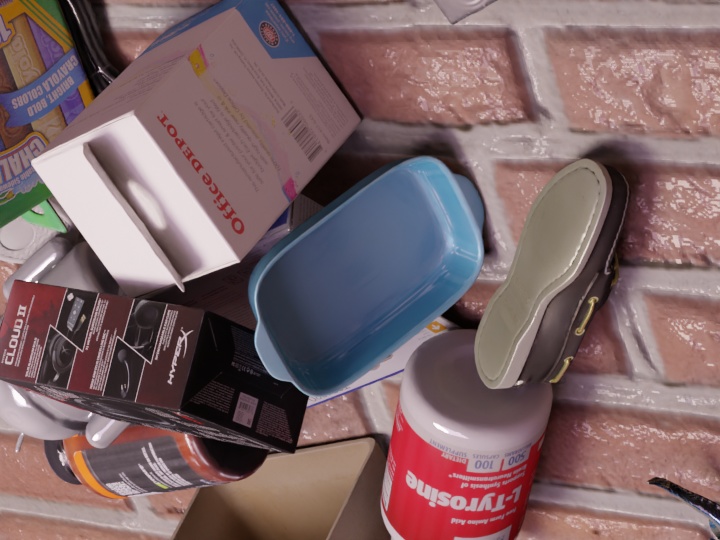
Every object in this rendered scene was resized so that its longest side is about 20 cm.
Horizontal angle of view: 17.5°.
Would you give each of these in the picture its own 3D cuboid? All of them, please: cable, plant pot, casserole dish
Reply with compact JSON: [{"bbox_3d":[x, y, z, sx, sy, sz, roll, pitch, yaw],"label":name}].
[{"bbox_3d":[-0.180,-0.141,1.771,0.201,0.050,0.097,60,159,-2],"label":"cable"},{"bbox_3d":[-0.044,0.279,1.907,0.199,0.201,0.177,-13,128,42],"label":"plant pot"},{"bbox_3d":[0.000,0.000,1.649,0.039,0.200,0.122,25,148,56],"label":"casserole dish"}]

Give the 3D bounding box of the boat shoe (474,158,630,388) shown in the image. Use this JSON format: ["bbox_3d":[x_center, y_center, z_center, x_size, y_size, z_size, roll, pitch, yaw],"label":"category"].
[{"bbox_3d":[0.143,0.003,1.629,0.202,0.060,0.072,-64,35,38],"label":"boat shoe"}]

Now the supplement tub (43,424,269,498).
[{"bbox_3d":[-0.172,0.131,1.926,0.199,0.107,0.107,-12,117,41],"label":"supplement tub"}]

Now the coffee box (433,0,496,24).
[{"bbox_3d":[0.047,-0.264,1.485,0.123,0.044,0.200,-22,110,45],"label":"coffee box"}]

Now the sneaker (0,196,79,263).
[{"bbox_3d":[-0.319,-0.082,1.893,0.200,0.118,0.074,24,117,-27],"label":"sneaker"}]

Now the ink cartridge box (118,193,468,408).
[{"bbox_3d":[-0.046,0.025,1.761,0.199,0.044,0.196,29,142,-36],"label":"ink cartridge box"}]

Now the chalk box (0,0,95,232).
[{"bbox_3d":[-0.279,-0.113,1.762,0.124,0.124,0.201,13,128,48],"label":"chalk box"}]

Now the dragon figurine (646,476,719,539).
[{"bbox_3d":[0.296,0.202,1.681,0.099,0.059,0.200,-22,110,44],"label":"dragon figurine"}]

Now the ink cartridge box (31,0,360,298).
[{"bbox_3d":[-0.121,-0.083,1.639,0.125,0.200,0.129,-19,112,45],"label":"ink cartridge box"}]

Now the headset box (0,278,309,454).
[{"bbox_3d":[-0.156,0.068,1.687,0.199,0.078,0.149,9,169,35],"label":"headset box"}]

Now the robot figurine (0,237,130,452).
[{"bbox_3d":[-0.224,0.056,1.858,0.200,0.113,0.170,-40,63,17],"label":"robot figurine"}]

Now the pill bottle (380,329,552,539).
[{"bbox_3d":[0.075,0.150,1.759,0.112,0.112,0.201,25,136,17],"label":"pill bottle"}]
